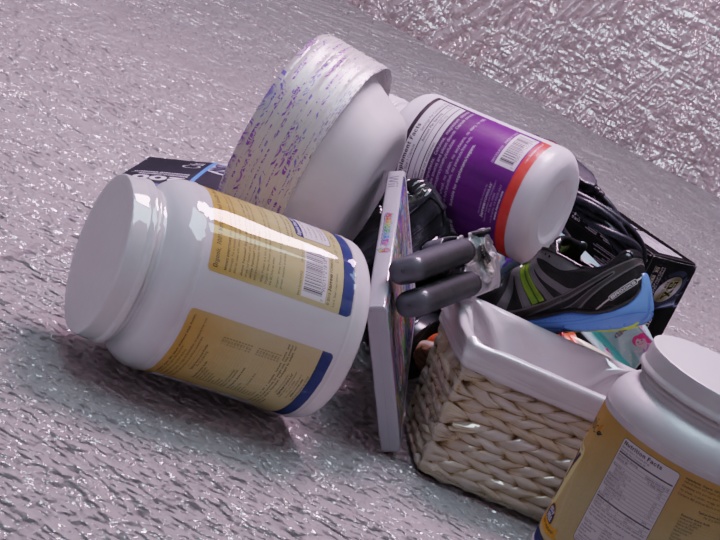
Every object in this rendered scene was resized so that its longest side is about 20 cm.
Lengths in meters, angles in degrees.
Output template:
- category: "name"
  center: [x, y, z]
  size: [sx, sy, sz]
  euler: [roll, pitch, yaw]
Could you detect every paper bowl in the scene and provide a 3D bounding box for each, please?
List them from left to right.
- category: "paper bowl"
  center: [-0.034, -0.089, 1.609]
  size: [0.104, 0.202, 0.201]
  euler: [30, 15, 7]

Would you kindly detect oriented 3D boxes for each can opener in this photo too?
- category: "can opener"
  center: [0.063, 0.003, 1.555]
  size: [0.066, 0.054, 0.200]
  euler: [-10, 3, 27]

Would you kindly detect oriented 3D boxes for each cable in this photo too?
- category: "cable"
  center: [0.211, -0.034, 1.905]
  size: [0.051, 0.164, 0.200]
  euler: [-33, 62, -29]

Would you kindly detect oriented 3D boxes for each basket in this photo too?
- category: "basket"
  center: [0.143, 0.124, 1.572]
  size: [0.199, 0.124, 0.136]
  euler: [24, 14, -11]

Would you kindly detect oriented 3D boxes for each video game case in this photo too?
- category: "video game case"
  center: [0.027, 0.031, 1.566]
  size: [0.018, 0.144, 0.201]
  euler: [-2, 34, 7]

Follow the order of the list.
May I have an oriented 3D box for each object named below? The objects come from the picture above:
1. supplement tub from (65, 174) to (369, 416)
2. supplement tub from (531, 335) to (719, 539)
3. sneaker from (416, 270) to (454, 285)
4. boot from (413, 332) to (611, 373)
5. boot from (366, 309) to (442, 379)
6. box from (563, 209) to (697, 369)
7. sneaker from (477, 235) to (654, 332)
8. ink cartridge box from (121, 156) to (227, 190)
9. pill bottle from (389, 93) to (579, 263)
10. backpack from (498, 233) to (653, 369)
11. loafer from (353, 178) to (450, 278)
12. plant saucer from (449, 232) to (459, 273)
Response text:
- category: "supplement tub"
  center: [-0.108, 0.017, 1.432]
  size: [0.199, 0.145, 0.145]
  euler: [20, 16, -25]
- category: "supplement tub"
  center: [0.228, 0.165, 1.425]
  size: [0.143, 0.201, 0.145]
  euler: [24, 14, -7]
- category: "sneaker"
  center: [0.036, -0.003, 1.891]
  size: [0.100, 0.070, 0.200]
  euler: [46, -15, -10]
- category: "boot"
  center: [0.145, 0.090, 1.693]
  size: [0.199, 0.108, 0.075]
  euler: [28, -24, -9]
- category: "boot"
  center: [-0.009, 0.019, 1.770]
  size: [0.199, 0.066, 0.165]
  euler: [36, 6, 15]
- category: "box"
  center: [0.232, 0.013, 2.022]
  size: [0.086, 0.165, 0.200]
  euler: [11, 20, -46]
- category: "sneaker"
  center: [0.165, 0.012, 1.647]
  size: [0.198, 0.084, 0.070]
  euler: [-2, -4, 36]
- category: "ink cartridge box"
  center: [-0.130, -0.064, 1.782]
  size: [0.196, 0.044, 0.200]
  euler: [7, 15, 5]
- category: "pill bottle"
  center: [0.095, -0.092, 1.758]
  size: [0.199, 0.113, 0.112]
  euler: [25, 13, 25]
- category: "backpack"
  center: [0.181, 0.051, 1.830]
  size: [0.178, 0.151, 0.200]
  euler: [46, -1, -19]
- category: "loafer"
  center: [0.000, 0.000, 1.681]
  size: [0.071, 0.200, 0.068]
  euler: [57, -17, -23]
- category: "plant saucer"
  center: [0.100, -0.064, 1.925]
  size: [0.199, 0.201, 0.050]
  euler: [27, 55, 1]
